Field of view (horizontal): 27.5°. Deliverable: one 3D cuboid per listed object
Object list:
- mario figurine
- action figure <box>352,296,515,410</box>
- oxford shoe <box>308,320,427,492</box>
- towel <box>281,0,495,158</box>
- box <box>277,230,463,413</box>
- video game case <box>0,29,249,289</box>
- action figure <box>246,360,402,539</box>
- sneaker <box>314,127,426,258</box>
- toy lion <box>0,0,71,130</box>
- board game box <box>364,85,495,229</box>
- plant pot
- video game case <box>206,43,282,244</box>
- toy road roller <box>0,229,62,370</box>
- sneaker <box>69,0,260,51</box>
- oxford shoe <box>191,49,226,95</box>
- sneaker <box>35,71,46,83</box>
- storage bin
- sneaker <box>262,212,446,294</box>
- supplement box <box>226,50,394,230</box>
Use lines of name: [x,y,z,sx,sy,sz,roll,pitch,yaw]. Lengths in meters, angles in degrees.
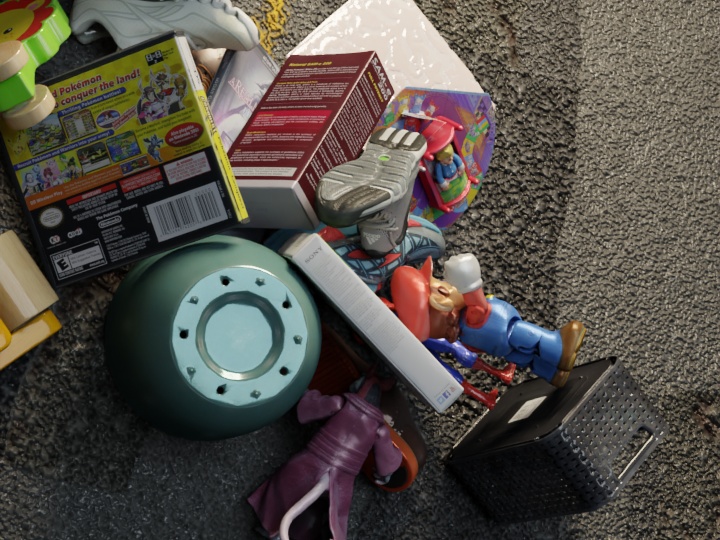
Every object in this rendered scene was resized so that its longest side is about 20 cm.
mario figurine: [0.127,0.035,1.472,0.200,0.124,0.106,22,29,5]
action figure: [0.061,0.074,1.538,0.200,0.065,0.052,28,33,-5]
oxford shoe: [-0.002,0.128,1.500,0.200,0.071,0.073,58,34,-6]
towel: [0.032,-0.205,1.623,0.200,0.032,0.191,51,59,-8]
box: [0.006,0.045,1.389,0.036,0.144,0.200,-43,97,-5]
video game case: [-0.219,-0.098,1.325,0.026,0.200,0.181,-33,105,-73]
action figure: [-0.031,0.174,1.402,0.134,0.149,0.200,28,86,2]
sneaker: [0.013,-0.053,1.422,0.200,0.075,0.116,-45,146,-55]
toy lion: [-0.354,-0.177,1.324,0.200,0.192,0.069,-25,124,3]
board game box: [0.085,-0.110,1.558,0.200,0.039,0.158,-2,113,-45]
plant pot: [-0.126,0.060,1.349,0.200,0.161,0.201,1,87,-16]
video game case: [-0.118,-0.122,1.480,0.143,0.019,0.200,49,53,-46]
toy road roller: [-0.347,0.038,1.265,0.200,0.146,0.123,-37,97,-32]
sneaker: [-0.193,-0.238,1.443,0.200,0.075,0.081,16,74,16]
oxford shoe: [-0.165,-0.177,1.475,0.071,0.073,0.200,38,60,-14]
sneaker: [-0.248,-0.110,1.384,0.060,0.104,0.200,-29,94,-53]
storage bin: [0.199,0.176,1.513,0.135,0.200,0.094,-43,100,-32]
sneaker: [0.000,0.000,1.513,0.200,0.079,0.096,-6,63,-22]
supplement box: [-0.057,-0.131,1.458,0.200,0.109,0.061,-61,139,-33]
